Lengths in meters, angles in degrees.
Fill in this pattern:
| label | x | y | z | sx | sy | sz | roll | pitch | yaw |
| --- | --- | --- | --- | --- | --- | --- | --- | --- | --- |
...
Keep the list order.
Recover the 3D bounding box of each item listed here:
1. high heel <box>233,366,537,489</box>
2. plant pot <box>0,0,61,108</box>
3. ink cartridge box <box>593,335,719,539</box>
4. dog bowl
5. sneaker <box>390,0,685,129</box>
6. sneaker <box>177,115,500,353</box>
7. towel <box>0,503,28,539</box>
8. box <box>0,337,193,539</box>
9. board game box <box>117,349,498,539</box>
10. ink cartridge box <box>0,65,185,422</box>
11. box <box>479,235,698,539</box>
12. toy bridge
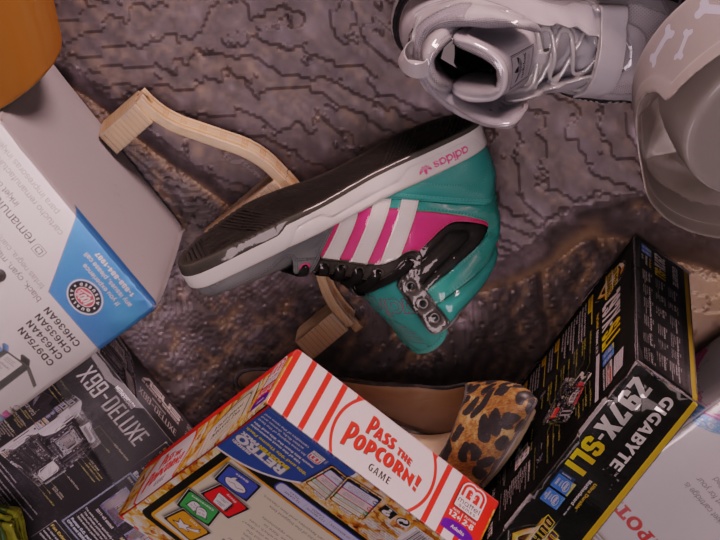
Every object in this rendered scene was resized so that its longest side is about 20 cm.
| label | x | y | z | sx | sy | sz | roll | pitch | yaw |
| --- | --- | --- | --- | --- | --- | --- | --- | --- | --- |
| high heel | 0.011 | 0.082 | 1.738 | 0.142 | 0.072 | 0.200 | 34 | 148 | -13 |
| plant pot | -0.260 | -0.182 | 1.638 | 0.199 | 0.201 | 0.184 | -19 | 118 | 11 |
| ink cartridge box | 0.244 | 0.117 | 1.761 | 0.200 | 0.085 | 0.145 | -38 | 110 | 15 |
| dog bowl | 0.244 | -0.103 | 1.648 | 0.199 | 0.059 | 0.201 | -12 | 144 | -9 |
| sneaker | 0.114 | -0.121 | 1.668 | 0.198 | 0.115 | 0.076 | 7 | 112 | 1 |
| sneaker | 0.000 | 0.000 | 1.728 | 0.199 | 0.084 | 0.121 | -24 | 107 | -8 |
| towel | -0.297 | 0.171 | 1.827 | 0.199 | 0.018 | 0.087 | 8 | 124 | 20 |
| box | -0.165 | 0.152 | 1.830 | 0.157 | 0.050 | 0.200 | -35 | 105 | 15 |
| board game box | -0.035 | 0.141 | 1.712 | 0.151 | 0.046 | 0.200 | 38 | 143 | -12 |
| ink cartridge box | -0.232 | -0.001 | 1.724 | 0.200 | 0.145 | 0.147 | -35 | 105 | 15 |
| box | 0.132 | 0.085 | 1.701 | 0.049 | 0.200 | 0.160 | 35 | 109 | -9 |
| toy bridge | -0.067 | -0.035 | 1.762 | 0.067 | 0.027 | 0.200 | -40 | 105 | 16 |
